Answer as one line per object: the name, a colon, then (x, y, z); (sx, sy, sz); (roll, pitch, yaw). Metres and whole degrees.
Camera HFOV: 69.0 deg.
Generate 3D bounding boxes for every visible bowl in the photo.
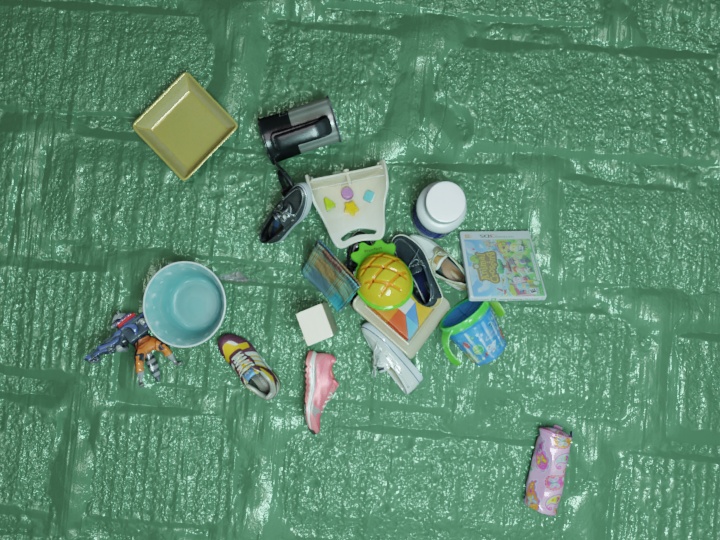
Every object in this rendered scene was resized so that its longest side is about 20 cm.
bowl: (-0.414, 0.082, 1.283); (0.197, 0.105, 0.205); (0, 87, 1)

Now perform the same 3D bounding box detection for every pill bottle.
pill bottle: (0.187, -0.144, 1.242); (0.117, 0.200, 0.122); (0, 87, 1)

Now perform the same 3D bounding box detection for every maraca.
maraca: (0.048, 0.007, 1.227); (0.135, 0.108, 0.202); (-12, 54, -10)

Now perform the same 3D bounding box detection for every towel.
towel: (-0.073, 0.018, 1.241); (0.147, 0.200, 0.022); (46, 66, 4)

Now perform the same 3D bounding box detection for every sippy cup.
sippy cup: (0.280, 0.150, 1.268); (0.177, 0.140, 0.131); (-35, 98, 8)

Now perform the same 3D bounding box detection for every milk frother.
milk frother: (-0.135, -0.296, 1.301); (0.185, 0.182, 0.202); (-18, 130, 0)

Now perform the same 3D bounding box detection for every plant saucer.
plant saucer: (-0.440, -0.361, 1.336); (0.200, 0.048, 0.200); (45, 88, 2)

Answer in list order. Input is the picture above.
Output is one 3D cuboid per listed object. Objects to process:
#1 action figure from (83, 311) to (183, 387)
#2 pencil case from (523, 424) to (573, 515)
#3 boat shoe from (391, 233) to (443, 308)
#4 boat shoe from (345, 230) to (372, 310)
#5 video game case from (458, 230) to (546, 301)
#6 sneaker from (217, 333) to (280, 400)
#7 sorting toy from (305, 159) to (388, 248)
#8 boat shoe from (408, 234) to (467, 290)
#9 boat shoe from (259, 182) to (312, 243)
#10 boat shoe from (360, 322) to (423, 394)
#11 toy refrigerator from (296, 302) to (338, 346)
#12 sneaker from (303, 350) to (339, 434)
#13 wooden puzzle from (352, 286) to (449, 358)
action figure: (-0.561, 0.192, 1.283); (0.198, 0.105, 0.195); (-31, 82, -26)
pencil case: (0.454, 0.479, 1.268); (0.086, 0.087, 0.204); (12, 86, 1)
boat shoe: (0.131, 0.000, 1.262); (0.074, 0.062, 0.202); (-35, 75, 32)
boat shoe: (-0.002, 0.000, 1.303); (0.073, 0.066, 0.203); (7, 87, 1)
video game case: (0.339, -0.015, 1.270); (0.178, 0.022, 0.203); (-1, 53, 0)
sneaker: (-0.275, 0.232, 1.281); (0.199, 0.090, 0.075); (42, 88, 2)
sorting toy: (-0.021, -0.152, 1.275); (0.196, 0.107, 0.183); (-12, 80, -8)
boat shoe: (0.193, -0.025, 1.302); (0.198, 0.068, 0.075); (33, 87, 2)
boat shoe: (-0.187, -0.131, 1.258); (0.200, 0.066, 0.070); (-42, 80, 40)
boat shoe: (0.058, 0.224, 1.285); (0.086, 0.075, 0.202); (-43, 94, -19)
toy refrigerator: (-0.101, 0.123, 1.231); (0.069, 0.200, 0.077); (-21, 88, -1)
sneaker: (-0.094, 0.300, 1.285); (0.085, 0.074, 0.204); (0, 87, -1)
wooden puzzle: (0.105, 0.082, 1.281); (0.200, 0.037, 0.185); (43, 64, 0)
